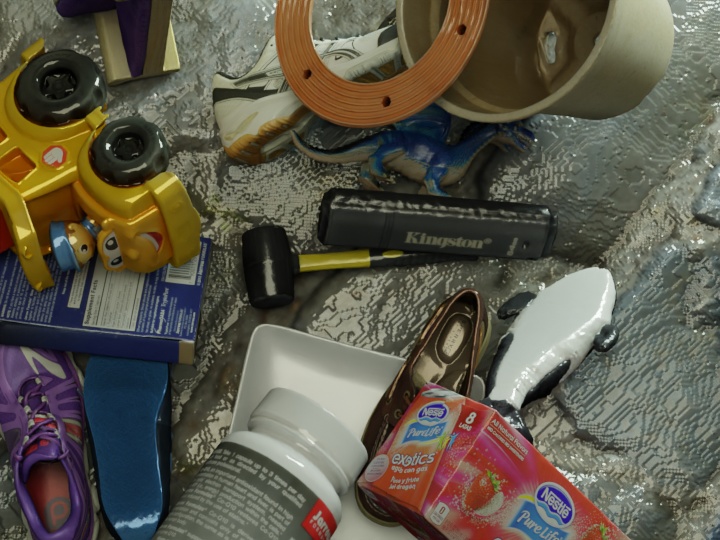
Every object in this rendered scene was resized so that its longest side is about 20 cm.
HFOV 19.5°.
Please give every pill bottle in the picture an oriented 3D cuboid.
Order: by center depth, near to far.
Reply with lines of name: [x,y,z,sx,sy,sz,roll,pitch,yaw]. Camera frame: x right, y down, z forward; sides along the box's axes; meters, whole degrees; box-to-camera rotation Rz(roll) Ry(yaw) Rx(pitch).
pill bottle: [-0.085,0.197,1.604,0.113,0.114,0.200,33,68,6]

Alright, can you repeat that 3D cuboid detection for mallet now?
mallet: [0.000,0.000,1.739,0.198,0.041,0.066,2,74,-5]

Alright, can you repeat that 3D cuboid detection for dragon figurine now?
dragon figurine: [0.043,-0.111,1.754,0.198,0.059,0.100,16,73,-3]

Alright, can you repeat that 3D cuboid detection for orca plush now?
orca plush: [0.156,0.082,1.692,0.104,0.071,0.201,4,38,17]

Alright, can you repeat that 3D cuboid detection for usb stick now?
usb stick: [0.062,-0.037,1.719,0.198,0.056,0.033,4,41,-9]

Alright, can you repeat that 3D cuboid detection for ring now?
ring: [0.018,-0.210,1.665,0.199,0.019,0.202,-8,74,29]

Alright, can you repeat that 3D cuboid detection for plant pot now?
plant pot: [0.160,-0.204,1.699,0.199,0.183,0.202,-5,81,33]

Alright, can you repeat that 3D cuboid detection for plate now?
plate: [-0.014,0.161,1.697,0.198,0.032,0.202,13,75,2]

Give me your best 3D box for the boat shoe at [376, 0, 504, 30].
boat shoe: [0.068,-0.217,1.782,0.072,0.061,0.201,43,78,8]

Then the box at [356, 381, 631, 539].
box: [0.106,0.187,1.609,0.200,0.095,0.100,44,75,-33]

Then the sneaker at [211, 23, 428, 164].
sneaker: [-0.039,-0.170,1.738,0.199,0.076,0.088,-26,69,12]

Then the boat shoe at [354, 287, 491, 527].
boat shoe: [0.051,0.105,1.661,0.072,0.072,0.201,26,75,5]

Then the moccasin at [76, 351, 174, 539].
moccasin: [-0.188,0.135,1.671,0.080,0.068,0.201,-1,57,1]

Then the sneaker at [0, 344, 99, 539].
sneaker: [-0.251,0.131,1.670,0.080,0.083,0.201,-16,76,-7]

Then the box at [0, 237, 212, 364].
box: [-0.226,0.014,1.700,0.198,0.033,0.122,7,45,-1]

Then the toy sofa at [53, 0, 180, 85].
toy sofa: [-0.196,-0.223,1.704,0.097,0.200,0.083,-12,77,-12]

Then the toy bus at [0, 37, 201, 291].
toy bus: [-0.251,-0.055,1.663,0.192,0.136,0.200,-38,63,-19]
